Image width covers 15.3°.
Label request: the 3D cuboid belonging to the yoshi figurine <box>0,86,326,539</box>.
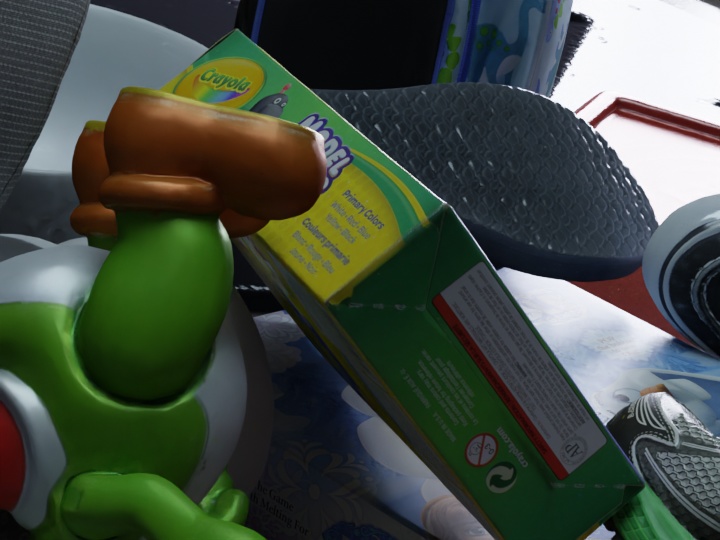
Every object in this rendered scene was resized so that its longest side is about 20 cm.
[{"bbox_3d":[-0.045,0.063,0.678,0.111,0.201,0.112,7,-9,36],"label":"yoshi figurine"}]

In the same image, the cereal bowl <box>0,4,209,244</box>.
[{"bbox_3d":[-0.139,-0.037,0.993,0.199,0.084,0.200,9,23,-4],"label":"cereal bowl"}]

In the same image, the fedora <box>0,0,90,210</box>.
[{"bbox_3d":[-0.146,-0.052,0.827,0.090,0.201,0.177,34,-3,-12],"label":"fedora"}]

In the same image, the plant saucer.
[{"bbox_3d":[0.150,-0.022,1.145,0.199,0.037,0.200,19,24,17],"label":"plant saucer"}]

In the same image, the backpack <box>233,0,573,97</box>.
[{"bbox_3d":[0.021,-0.132,1.163,0.146,0.184,0.200,9,12,-2],"label":"backpack"}]

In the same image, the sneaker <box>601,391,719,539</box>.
[{"bbox_3d":[0.147,0.081,0.737,0.200,0.086,0.078,30,6,41],"label":"sneaker"}]

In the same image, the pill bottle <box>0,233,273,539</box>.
[{"bbox_3d":[-0.124,0.053,0.751,0.113,0.115,0.199,26,27,33],"label":"pill bottle"}]

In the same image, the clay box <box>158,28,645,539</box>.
[{"bbox_3d":[0.000,0.000,0.805,0.048,0.115,0.200,-39,30,-3],"label":"clay box"}]

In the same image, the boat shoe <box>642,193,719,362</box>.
[{"bbox_3d":[0.193,0.037,0.953,0.199,0.072,0.068,27,21,-12],"label":"boat shoe"}]

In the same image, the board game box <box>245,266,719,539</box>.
[{"bbox_3d":[0.055,0.064,0.893,0.198,0.044,0.199,27,28,37],"label":"board game box"}]

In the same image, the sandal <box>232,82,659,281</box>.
[{"bbox_3d":[0.018,-0.030,0.965,0.199,0.043,0.076,7,54,-28],"label":"sandal"}]
